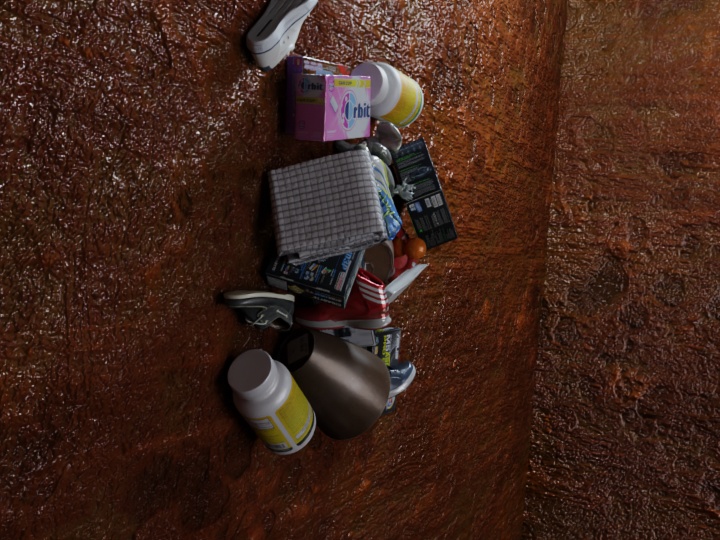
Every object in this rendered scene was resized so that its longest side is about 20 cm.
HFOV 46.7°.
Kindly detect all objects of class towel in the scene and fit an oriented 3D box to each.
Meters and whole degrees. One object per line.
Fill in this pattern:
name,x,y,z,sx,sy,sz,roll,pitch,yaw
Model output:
towel,-0.060,-0.109,1.493,0.086,0.195,0.169,50,27,-73

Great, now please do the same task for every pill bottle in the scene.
pill bottle,-0.159,0.232,1.481,0.114,0.110,0.202,-66,149,-32
pill bottle,0.052,-0.381,1.793,0.199,0.111,0.116,3,92,-64

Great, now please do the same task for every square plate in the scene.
square plate,0.046,0.071,1.853,0.198,0.029,0.199,-46,175,33

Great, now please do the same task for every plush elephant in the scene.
plush elephant,0.011,-0.221,1.721,0.196,0.157,0.166,5,136,-33

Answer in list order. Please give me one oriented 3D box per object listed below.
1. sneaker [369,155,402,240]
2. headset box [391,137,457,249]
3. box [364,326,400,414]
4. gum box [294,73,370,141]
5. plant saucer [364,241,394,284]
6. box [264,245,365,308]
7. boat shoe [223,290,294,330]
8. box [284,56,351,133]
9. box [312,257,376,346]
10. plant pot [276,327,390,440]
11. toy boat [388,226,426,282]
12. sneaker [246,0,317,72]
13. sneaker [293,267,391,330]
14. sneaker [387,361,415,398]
sneaker,0.044,-0.132,1.618,0.075,0.105,0.201,-37,152,-15
headset box,0.148,-0.186,1.974,0.175,0.091,0.203,63,10,-49
box,0.039,0.241,1.974,0.159,0.043,0.205,0,95,-63
gum box,-0.046,-0.307,1.565,0.199,0.065,0.116,-22,117,-61
plant saucer,0.000,0.000,1.747,0.197,0.034,0.204,-23,130,-30
box,-0.071,-0.046,1.551,0.046,0.156,0.203,90,18,-61
boat shoe,-0.173,0.070,1.464,0.199,0.070,0.069,19,74,-66
box,-0.079,-0.333,1.613,0.199,0.038,0.140,-15,110,-63
box,-0.036,0.061,1.679,0.061,0.114,0.203,-84,168,-54
plant pot,-0.069,0.200,1.619,0.200,0.184,0.190,44,55,-41
toy boat,0.092,-0.052,1.924,0.201,0.128,0.133,53,49,-54
sneaker,-0.135,-0.426,1.458,0.201,0.072,0.072,-54,151,-32
sneaker,-0.038,0.049,1.605,0.078,0.195,0.118,-49,137,-71
sneaker,0.032,0.214,1.850,0.200,0.076,0.149,-28,113,-29
